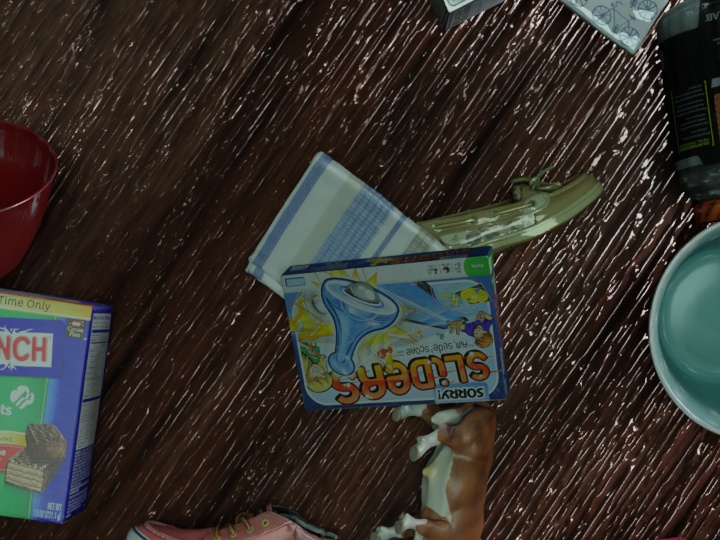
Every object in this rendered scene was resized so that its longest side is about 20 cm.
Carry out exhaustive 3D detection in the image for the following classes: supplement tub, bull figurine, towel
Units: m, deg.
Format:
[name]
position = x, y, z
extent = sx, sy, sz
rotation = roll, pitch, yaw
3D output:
[supplement tub]
position = 0.350, -0.151, 0.917
extent = 0.120, 0.123, 0.205
rotation = -7, 89, -1
[bull figurine]
position = 0.079, 0.219, 0.924
extent = 0.120, 0.065, 0.205
rotation = 14, 80, -33
[towel]
position = 0.000, 0.000, 0.930
extent = 0.199, 0.024, 0.148
rotation = 37, 113, 3

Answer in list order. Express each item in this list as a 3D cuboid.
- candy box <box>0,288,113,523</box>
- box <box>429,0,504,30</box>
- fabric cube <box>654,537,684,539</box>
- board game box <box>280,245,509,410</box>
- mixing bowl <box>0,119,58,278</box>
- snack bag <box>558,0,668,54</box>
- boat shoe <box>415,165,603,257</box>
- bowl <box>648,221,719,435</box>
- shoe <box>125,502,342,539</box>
[candy box]
position = -0.335, 0.121, 0.923
extent = 0.165, 0.077, 0.205
rotation = 7, 87, 0
[box]
position = 0.145, -0.335, 0.951
extent = 0.197, 0.060, 0.119
rotation = -25, 89, -1
[fabric cube]
position = 0.240, 0.370, 0.864
extent = 0.192, 0.199, 0.205
rotation = -8, 88, -2
[board game box]
position = 0.032, 0.056, 0.906
extent = 0.196, 0.034, 0.138
rotation = -6, 105, 17
[mixing bowl]
position = -0.374, -0.050, 0.889
extent = 0.195, 0.202, 0.110
rotation = 8, 123, -1
[snack bag]
position = 0.236, -0.335, 0.912
extent = 0.187, 0.021, 0.201
rotation = 37, 88, 1
[boat shoe]
position = 0.137, -0.053, 0.936
extent = 0.197, 0.073, 0.064
rotation = -25, 92, -1
[bowl]
position = 0.351, 0.047, 0.915
extent = 0.196, 0.105, 0.206
rotation = 0, 95, -2
[shoe]
position = -0.117, 0.258, 0.929
extent = 0.197, 0.071, 0.093
rotation = 24, 87, -5
